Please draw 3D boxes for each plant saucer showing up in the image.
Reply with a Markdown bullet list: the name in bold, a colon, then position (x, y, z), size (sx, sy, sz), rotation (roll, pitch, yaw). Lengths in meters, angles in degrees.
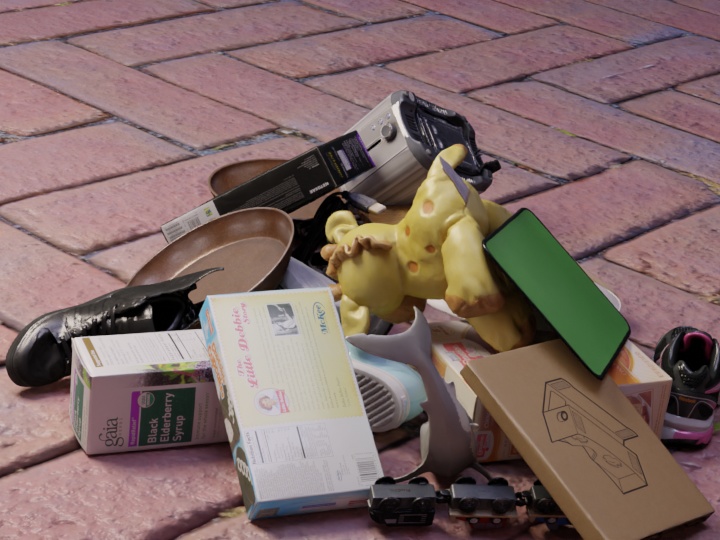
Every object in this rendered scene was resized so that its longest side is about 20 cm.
- **plant saucer**: position (-0.148, 0.010, 1.722), size (0.200, 0.035, 0.200), rotation (-23, 27, 13)
- **plant saucer**: position (-0.082, -0.082, 2.052), size (0.200, 0.037, 0.201), rotation (6, 24, -2)

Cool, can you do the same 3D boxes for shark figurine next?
- **shark figurine**: position (0.053, 0.136, 1.454), size (0.089, 0.215, 0.128), rotation (-29, 55, -7)

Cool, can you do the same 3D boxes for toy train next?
- **toy train**: position (0.104, 0.195, 1.443), size (0.199, 0.046, 0.034), rotation (1, 40, -10)

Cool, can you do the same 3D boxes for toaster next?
- **toaster**: position (0.058, -0.119, 1.995), size (0.200, 0.129, 0.114), rotation (14, 50, -54)

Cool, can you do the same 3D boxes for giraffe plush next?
- **giraffe plush**: position (0.052, -0.003, 1.602), size (0.162, 0.200, 0.173), rotation (-23, 30, 21)

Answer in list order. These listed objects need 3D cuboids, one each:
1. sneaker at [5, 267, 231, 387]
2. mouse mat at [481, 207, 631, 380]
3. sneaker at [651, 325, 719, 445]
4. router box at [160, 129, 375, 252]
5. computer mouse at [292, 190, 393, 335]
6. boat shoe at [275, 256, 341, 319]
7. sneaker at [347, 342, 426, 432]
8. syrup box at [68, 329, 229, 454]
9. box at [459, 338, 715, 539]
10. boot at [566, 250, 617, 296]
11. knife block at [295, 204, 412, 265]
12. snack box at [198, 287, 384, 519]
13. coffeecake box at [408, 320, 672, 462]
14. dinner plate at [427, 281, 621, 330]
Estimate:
- **sneaker**: position (-0.222, 0.051, 1.602), size (0.200, 0.060, 0.104), rotation (-29, 18, -37)
- **mouse mat**: position (0.183, 0.017, 1.595), size (0.161, 0.008, 0.200), rotation (49, 21, 2)
- **sneaker**: position (0.325, 0.092, 1.689), size (0.080, 0.087, 0.200), rotation (10, 23, 3)
- **router box**: position (-0.096, -0.079, 1.860), size (0.200, 0.051, 0.149), rotation (-25, 4, 20)
- **computer mouse**: position (0.000, 0.000, 1.784), size (0.046, 0.141, 0.200), rotation (34, -2, -40)
- **boat shoe**: position (-0.074, 0.027, 1.762), size (0.072, 0.071, 0.200), rotation (24, 6, -28)
- **sneaker**: position (-0.021, 0.091, 1.632), size (0.200, 0.074, 0.082), rotation (31, 23, 29)
- **syrup box**: position (-0.153, 0.103, 1.542), size (0.199, 0.079, 0.081), rotation (-3, 25, -22)
- **box**: position (0.193, 0.145, 1.472), size (0.163, 0.021, 0.200), rotation (-8, 55, -49)
- **boot**: position (0.158, 0.012, 1.847), size (0.200, 0.073, 0.166), rotation (30, 30, 36)
- **knife block**: position (0.030, -0.035, 1.934), size (0.175, 0.064, 0.200), rotation (14, 24, 17)
- **snack box**: position (-0.059, 0.109, 1.481), size (0.116, 0.037, 0.200), rotation (-3, 58, -22)
- **coffeecake box**: position (0.163, 0.106, 1.630), size (0.199, 0.073, 0.154), rotation (-4, 25, -21)
- **dinner plate**: position (0.159, 0.019, 1.728), size (0.199, 0.024, 0.200), rotation (4, 17, -1)
